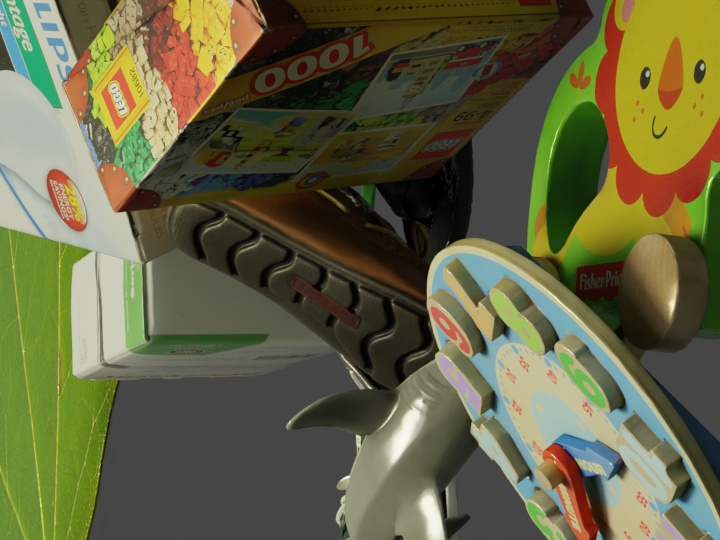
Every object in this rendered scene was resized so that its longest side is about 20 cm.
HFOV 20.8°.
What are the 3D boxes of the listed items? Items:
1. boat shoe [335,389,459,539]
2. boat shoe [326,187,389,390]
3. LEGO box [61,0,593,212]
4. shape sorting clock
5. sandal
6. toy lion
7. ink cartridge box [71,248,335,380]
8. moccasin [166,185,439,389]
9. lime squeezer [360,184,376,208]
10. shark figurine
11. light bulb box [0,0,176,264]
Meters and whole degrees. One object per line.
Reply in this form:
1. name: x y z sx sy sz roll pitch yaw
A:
1. boat shoe: 0.019 0.150 1.091 0.076 0.060 0.201 127 137 -54
2. boat shoe: 0.004 0.014 1.081 0.057 0.067 0.201 88 156 -64
3. LEGO box: -0.016 -0.105 0.925 0.149 0.199 0.077 -44 63 45
4. shape sorting clock: 0.089 0.075 0.815 0.200 0.039 0.200 45 160 22
5. sandal: 0.028 -0.092 1.072 0.075 0.048 0.201 -162 71 -69
6. toy lion: 0.126 -0.058 0.818 0.200 0.068 0.193 169 106 -69
7. ink cartridge box: -0.096 0.019 1.265 0.200 0.145 0.085 158 110 -67
8. moccasin: 0.000 0.001 1.001 0.078 0.201 0.074 -55 -10 -43
9. lime squeezer: -0.011 -0.113 1.119 0.200 0.070 0.038 58 -141 -34
10. shark figurine: 0.029 0.124 0.963 0.215 0.128 0.090 102 148 -45
11. light bulb box: -0.151 -0.126 1.080 0.200 0.125 0.199 12 125 51
